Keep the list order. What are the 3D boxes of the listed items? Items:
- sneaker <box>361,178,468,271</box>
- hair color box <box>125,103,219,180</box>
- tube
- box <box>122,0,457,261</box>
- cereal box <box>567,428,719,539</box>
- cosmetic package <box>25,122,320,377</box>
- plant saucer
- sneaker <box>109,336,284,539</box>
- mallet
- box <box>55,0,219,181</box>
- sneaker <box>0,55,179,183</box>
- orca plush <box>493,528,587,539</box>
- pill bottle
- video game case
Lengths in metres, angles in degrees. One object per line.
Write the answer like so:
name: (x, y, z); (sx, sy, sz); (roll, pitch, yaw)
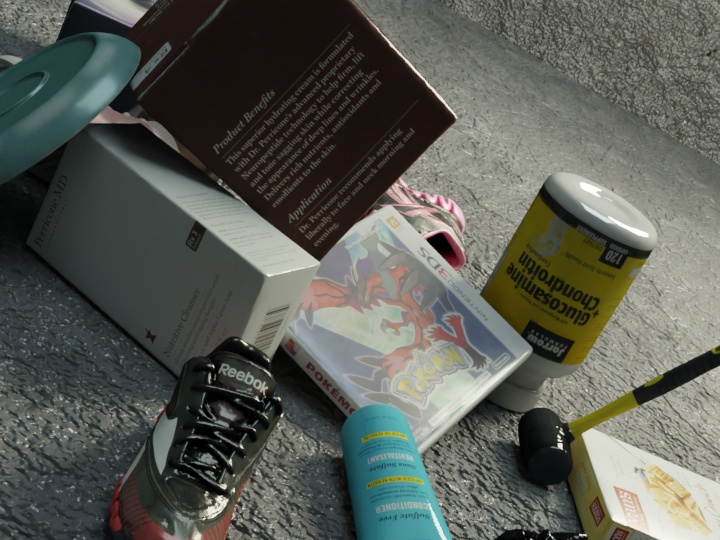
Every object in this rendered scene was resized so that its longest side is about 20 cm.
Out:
sneaker: (0.034, -0.050, 1.262); (0.198, 0.079, 0.096); (17, 35, -25)
hair color box: (-0.112, -0.158, 1.100); (0.100, 0.199, 0.061); (54, 18, -11)
tube: (0.026, 0.168, 0.783); (0.076, 0.051, 0.201); (-7, 33, -7)
box: (-0.062, -0.149, 0.951); (0.200, 0.166, 0.164); (44, 5, -28)
cereal box: (0.268, 0.211, 0.994); (0.198, 0.040, 0.144); (24, 22, -13)
cosmetic package: (-0.141, -0.013, 0.890); (0.199, 0.114, 0.081); (35, 21, 19)
plant saucer: (-0.255, -0.121, 0.898); (0.028, 0.199, 0.201); (58, 6, -29)
sneaker: (-0.092, 0.103, 0.707); (0.070, 0.099, 0.201); (28, 22, -6)
mallet: (0.217, 0.112, 0.969); (0.041, 0.198, 0.066); (54, 22, -23)
box: (-0.213, -0.213, 1.239); (0.198, 0.124, 0.199); (21, 24, -18)
sneaker: (-0.236, -0.116, 1.051); (0.200, 0.076, 0.105); (40, 27, 6)
orca plush: (0.120, 0.203, 0.782); (0.105, 0.072, 0.199); (36, 22, 18)
pill bottle: (0.169, 0.023, 1.071); (0.111, 0.201, 0.112); (24, 21, -10)
video game case: (0.028, 0.045, 0.971); (0.182, 0.023, 0.199); (45, 42, 11)
